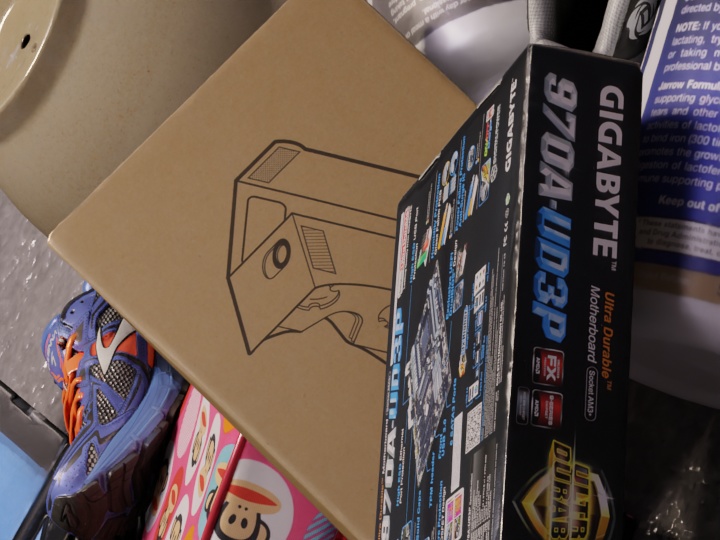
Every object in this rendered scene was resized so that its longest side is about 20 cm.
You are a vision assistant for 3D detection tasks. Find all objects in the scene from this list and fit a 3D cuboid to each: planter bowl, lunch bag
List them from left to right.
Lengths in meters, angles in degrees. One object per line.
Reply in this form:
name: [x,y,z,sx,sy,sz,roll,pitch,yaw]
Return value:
planter bowl: [-0.142,-0.106,1.464,0.200,0.134,0.201,-35,43,40]
lunch bag: [-0.052,0.114,1.168,0.200,0.081,0.177,-118,48,-76]

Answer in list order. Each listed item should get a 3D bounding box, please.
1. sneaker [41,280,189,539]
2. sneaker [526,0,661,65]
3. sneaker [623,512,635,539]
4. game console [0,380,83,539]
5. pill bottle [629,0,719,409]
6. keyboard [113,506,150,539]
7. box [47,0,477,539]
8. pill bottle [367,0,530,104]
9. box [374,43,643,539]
sneaker: [-0.122,0.056,1.292,0.200,0.078,0.076,-73,-1,-55]
sneaker: [0.118,-0.131,1.059,0.075,0.116,0.201,14,54,20]
sneaker: [0.069,0.133,1.040,0.095,0.079,0.201,-36,41,22]
game console: [-0.228,0.167,1.401,0.201,0.116,0.176,-60,9,15]
pill bottle: [0.156,-0.054,0.985,0.115,0.115,0.201,0,69,57]
keyboard: [-0.101,0.114,1.338,0.104,0.039,0.201,-39,38,36]
box: [0.000,0.000,1.069,0.163,0.200,0.021,-44,-11,-11]
pill bottle: [0.057,-0.115,1.170,0.111,0.110,0.201,-38,54,37]
box: [0.049,0.042,0.950,0.159,0.046,0.201,129,148,-64]
